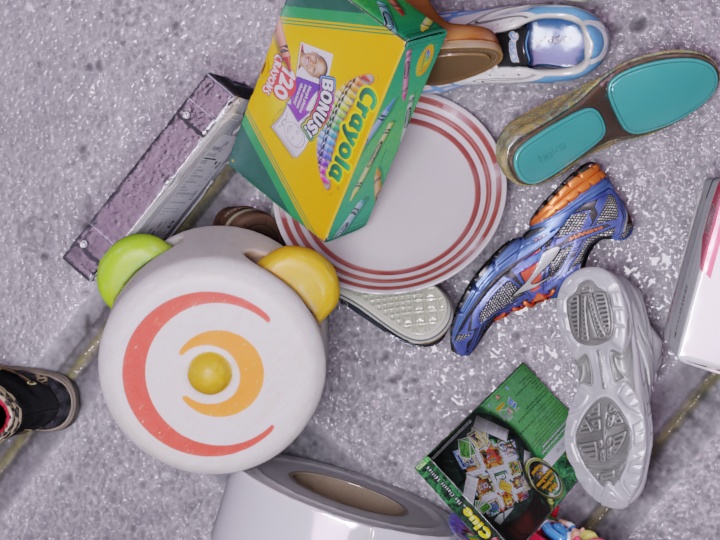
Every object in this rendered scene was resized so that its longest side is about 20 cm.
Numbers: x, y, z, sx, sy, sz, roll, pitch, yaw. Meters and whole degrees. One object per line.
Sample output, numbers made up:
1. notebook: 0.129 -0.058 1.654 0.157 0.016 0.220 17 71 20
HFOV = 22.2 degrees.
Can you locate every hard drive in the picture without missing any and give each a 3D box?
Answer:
1. hard drive: -0.162 -0.077 1.567 0.038 0.140 0.200 39 97 6

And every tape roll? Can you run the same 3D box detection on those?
1. tape roll: -0.019 0.216 1.519 0.202 0.202 0.071 19 94 9

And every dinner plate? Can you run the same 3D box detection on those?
1. dinner plate: 0.025 -0.066 1.560 0.199 0.024 0.201 -3 62 6

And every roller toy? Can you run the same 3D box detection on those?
1. roller toy: -0.115 0.065 1.487 0.199 0.140 0.183 -1 106 0

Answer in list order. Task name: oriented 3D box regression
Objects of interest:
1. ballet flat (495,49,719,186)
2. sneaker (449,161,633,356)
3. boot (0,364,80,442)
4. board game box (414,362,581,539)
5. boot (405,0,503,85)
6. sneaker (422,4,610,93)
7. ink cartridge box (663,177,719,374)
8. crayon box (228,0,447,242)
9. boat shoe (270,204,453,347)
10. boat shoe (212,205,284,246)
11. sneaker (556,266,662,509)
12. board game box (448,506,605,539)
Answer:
1. ballet flat: 0.202 -0.135 1.536 0.200 0.071 0.071 -27 87 -3
2. sneaker: 0.151 0.002 1.549 0.078 0.075 0.200 44 100 3
3. boot: -0.361 0.115 1.601 0.199 0.151 0.073 7 93 10
4. board game box: 0.126 0.154 1.498 0.105 0.200 0.023 45 123 7
5. boot: 0.034 -0.239 1.533 0.199 0.074 0.155 4 75 26
6. sneaker: 0.110 -0.189 1.549 0.199 0.072 0.072 -5 92 13
7. ink cartridge box: 0.301 0.004 1.457 0.085 0.200 0.146 15 94 4
8. crayon box: -0.022 -0.138 1.485 0.119 0.058 0.200 39 126 23
9. boat shoe: 0.000 0.000 1.580 0.200 0.062 0.075 38 80 21
10. boat shoe: -0.100 0.040 1.603 0.075 0.075 0.203 -6 108 -31
11. sneaker: 0.221 0.096 1.524 0.078 0.099 0.201 -2 90 36
12. board game box: 0.173 0.221 1.506 0.200 0.158 0.039 22 101 9
